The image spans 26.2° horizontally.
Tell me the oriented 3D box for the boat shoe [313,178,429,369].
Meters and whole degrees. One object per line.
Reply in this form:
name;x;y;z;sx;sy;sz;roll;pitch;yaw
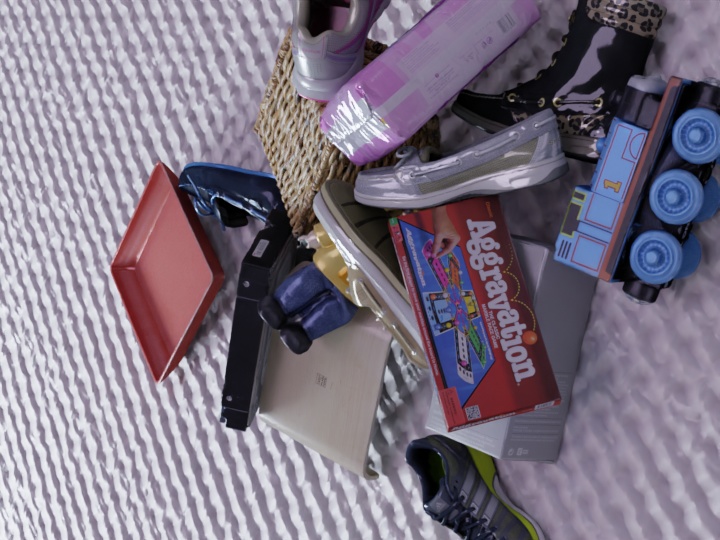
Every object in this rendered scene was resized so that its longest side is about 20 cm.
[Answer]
boat shoe;0.018;0.005;1.427;0.200;0.075;0.068;51;124;15

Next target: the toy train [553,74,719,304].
toy train;0.245;-0.074;1.311;0.114;0.087;0.200;23;104;24

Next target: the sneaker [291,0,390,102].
sneaker;-0.016;-0.262;1.458;0.081;0.088;0.200;8;65;8

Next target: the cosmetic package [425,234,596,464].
cosmetic package;0.141;0.068;1.434;0.107;0.090;0.200;21;98;48

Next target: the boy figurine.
boy figurine;0.000;0.000;1.504;0.200;0.064;0.124;-37;93;16

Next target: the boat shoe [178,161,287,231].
boat shoe;-0.151;-0.083;1.790;0.200;0.084;0.069;9;81;52

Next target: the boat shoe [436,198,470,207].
boat shoe;0.091;-0.015;1.514;0.074;0.066;0.200;8;91;50

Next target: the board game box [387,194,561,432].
board game box;0.099;0.034;1.360;0.019;0.103;0.200;90;165;-69

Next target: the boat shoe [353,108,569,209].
boat shoe;0.086;-0.098;1.398;0.202;0.074;0.065;-8;102;26

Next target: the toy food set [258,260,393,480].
toy food set;-0.023;0.105;1.602;0.143;0.060;0.200;26;118;30

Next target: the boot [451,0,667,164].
boot;0.184;-0.186;1.428;0.203;0.073;0.154;22;99;42

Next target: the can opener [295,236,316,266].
can opener;-0.071;0.001;1.727;0.200;0.053;0.067;-54;16;30

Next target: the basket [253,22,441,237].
basket;-0.008;-0.151;1.575;0.200;0.143;0.149;115;140;-55

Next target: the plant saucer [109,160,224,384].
plant saucer;-0.233;0.002;1.894;0.200;0.037;0.200;-60;45;38

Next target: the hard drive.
hard drive;-0.106;0.052;1.639;0.140;0.038;0.200;-67;-10;-63

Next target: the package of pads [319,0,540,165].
package of pads;0.062;-0.187;1.418;0.076;0.200;0.120;50;159;-8

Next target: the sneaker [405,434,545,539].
sneaker;0.103;0.233;1.455;0.074;0.081;0.200;-58;47;27
